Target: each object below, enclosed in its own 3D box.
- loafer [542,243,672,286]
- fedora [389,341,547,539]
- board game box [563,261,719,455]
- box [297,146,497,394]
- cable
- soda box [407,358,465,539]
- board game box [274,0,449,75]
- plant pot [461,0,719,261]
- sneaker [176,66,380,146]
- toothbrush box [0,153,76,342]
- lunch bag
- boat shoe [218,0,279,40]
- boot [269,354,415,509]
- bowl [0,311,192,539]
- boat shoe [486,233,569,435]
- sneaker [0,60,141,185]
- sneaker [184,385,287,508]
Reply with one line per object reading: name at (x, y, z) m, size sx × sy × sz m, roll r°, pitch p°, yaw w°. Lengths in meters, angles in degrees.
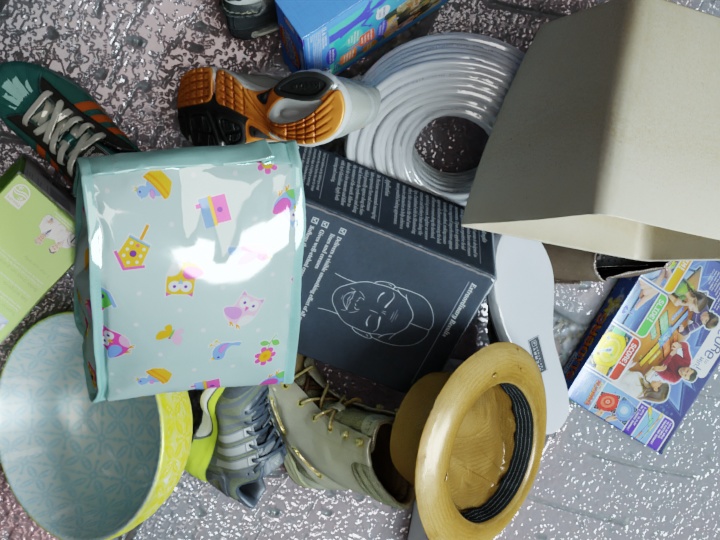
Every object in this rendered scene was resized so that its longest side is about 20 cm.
loafer at (0.213, -0.023, 1.138) m, size 0.200 × 0.071 × 0.073 m, roll -9°, pitch 103°, yaw 4°
fedora at (0.084, 0.146, 1.014) m, size 0.200 × 0.082 × 0.201 m, roll -23°, pitch 120°, yaw -45°
board game box at (0.306, 0.072, 1.212) m, size 0.135 × 0.034 × 0.200 m, roll 31°, pitch 93°, yaw -18°
box at (0.000, 0.000, 1.045) m, size 0.200 × 0.107 × 0.149 m, roll 22°, pitch 121°, yaw -9°
cable at (0.084, -0.117, 1.063) m, size 0.200 × 0.069 × 0.200 m, roll -33°, pitch 115°, yaw 27°
soda box at (0.101, 0.193, 1.168) m, size 0.064 × 0.068 × 0.200 m, roll 8°, pitch 98°, yaw -16°
board game box at (0.023, -0.244, 1.018) m, size 0.200 × 0.152 × 0.045 m, roll -34°, pitch 83°, yaw -6°
plant pot at (0.223, -0.109, 0.944) m, size 0.199 × 0.200 × 0.177 m, roll 9°, pitch 86°, yaw -25°
sneaker at (-0.071, -0.138, 1.022) m, size 0.092 × 0.200 × 0.076 m, roll -10°, pitch 106°, yaw -53°
toothbrush box at (-0.319, 0.008, 0.985) m, size 0.086 × 0.146 × 0.200 m, roll 42°, pitch 89°, yaw -18°
lunch bag at (-0.132, -0.010, 0.894) m, size 0.170 × 0.122 × 0.200 m, roll -5°, pitch 128°, yaw -17°
boat shoe at (-0.039, -0.270, 1.047) m, size 0.200 × 0.076 × 0.060 m, roll -27°, pitch 144°, yaw -17°
boot at (-0.030, 0.122, 1.070) m, size 0.072 × 0.155 × 0.200 m, roll -34°, pitch 112°, yaw -33°
bowl at (-0.216, 0.132, 1.044) m, size 0.108 × 0.200 × 0.201 m, roll -2°, pitch 106°, yaw -58°
boat shoe at (0.143, 0.056, 1.089) m, size 0.069 × 0.057 × 0.200 m, roll -17°, pitch 102°, yaw -30°
sneaker at (-0.235, -0.108, 1.016) m, size 0.200 × 0.080 × 0.071 m, roll 39°, pitch 90°, yaw -17°
sneaker at (-0.098, 0.138, 1.054) m, size 0.081 × 0.200 × 0.074 m, roll 36°, pitch 50°, yaw 14°
